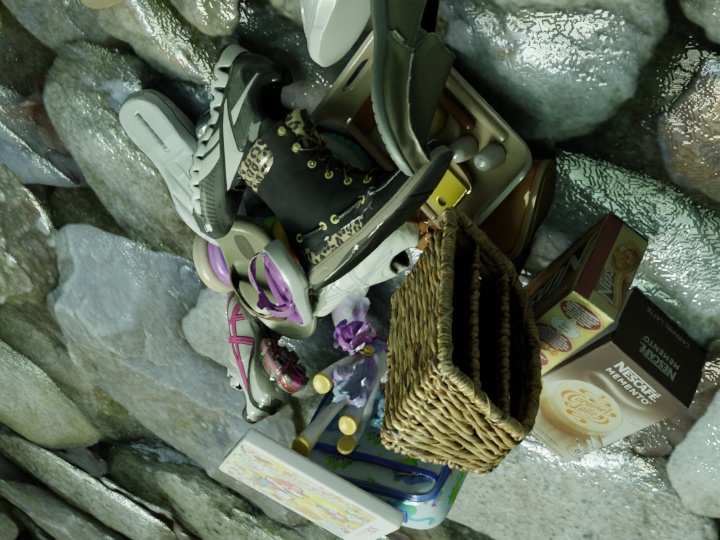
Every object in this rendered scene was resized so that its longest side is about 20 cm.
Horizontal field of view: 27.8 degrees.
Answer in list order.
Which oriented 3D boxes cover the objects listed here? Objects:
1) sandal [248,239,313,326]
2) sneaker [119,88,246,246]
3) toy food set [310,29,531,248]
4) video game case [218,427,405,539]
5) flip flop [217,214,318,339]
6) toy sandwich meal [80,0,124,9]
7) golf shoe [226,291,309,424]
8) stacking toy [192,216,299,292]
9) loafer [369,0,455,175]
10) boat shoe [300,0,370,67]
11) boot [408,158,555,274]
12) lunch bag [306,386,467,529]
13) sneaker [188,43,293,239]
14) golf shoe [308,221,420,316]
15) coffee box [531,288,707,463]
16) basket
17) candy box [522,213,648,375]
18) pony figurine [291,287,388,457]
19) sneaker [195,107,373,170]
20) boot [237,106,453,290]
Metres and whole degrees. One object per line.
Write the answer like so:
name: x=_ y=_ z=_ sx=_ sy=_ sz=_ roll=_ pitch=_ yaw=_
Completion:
sandal: x=-0.089 y=0.015 z=1.474 sx=0.083 sy=0.050 sz=0.203 roll=57 pitch=171 yaw=14
sneaker: x=-0.186 y=-0.120 z=1.602 sx=0.073 sy=0.071 sz=0.200 roll=-27 pitch=107 yaw=19
toy food set: x=0.054 y=-0.122 z=1.395 sx=0.200 sy=0.060 sz=0.144 roll=48 pitch=132 yaw=8
video game case: x=-0.061 y=0.255 z=1.678 sx=0.200 sy=0.023 sz=0.182 roll=30 pitch=158 yaw=-4
flip flop: x=-0.107 y=0.017 z=1.594 sx=0.081 sy=0.058 sz=0.200 roll=-4 pitch=141 yaw=18
toy sandwich meal: x=-0.276 y=-0.348 z=1.417 sx=0.205 sy=0.070 sz=0.205 roll=19 pitch=140 yaw=17
golf shoe: x=-0.131 y=0.091 z=1.701 sx=0.092 sy=0.200 sz=0.073 roll=-44 pitch=128 yaw=16
stacking toy: x=-0.091 y=-0.033 z=1.633 sx=0.200 sy=0.085 sz=0.085 roll=-13 pitch=124 yaw=35
loafer: x=0.049 y=-0.185 z=1.300 sx=0.070 sy=0.200 sz=0.075 roll=-6 pitch=169 yaw=13
boat shoe: x=-0.032 y=-0.277 z=1.337 sx=0.069 sy=0.072 sz=0.200 roll=42 pitch=153 yaw=23
boot: x=0.107 y=-0.068 z=1.469 sx=0.155 sy=0.077 sz=0.200 roll=30 pitch=149 yaw=10
lunch bag: x=0.030 y=0.222 z=1.750 sx=0.200 sy=0.161 sz=0.083 roll=12 pitch=138 yaw=25
sneaker: x=-0.116 y=-0.127 z=1.471 sx=0.090 sy=0.200 sz=0.066 roll=13 pitch=-178 yaw=27
golf shoe: x=0.000 y=0.000 z=1.527 sx=0.097 sy=0.078 sz=0.200 roll=10 pitch=153 yaw=-13
coffee box: x=0.253 y=0.116 z=1.548 sx=0.114 sy=0.080 sz=0.200 roll=40 pitch=141 yaw=-10
basket: x=0.112 y=0.070 z=1.354 sx=0.143 sy=0.200 sz=0.149 roll=17 pitch=137 yaw=-13
candy box: x=0.200 y=0.040 z=1.475 sx=0.055 sy=0.115 sz=0.200 roll=36 pitch=142 yaw=-7
pony figurine: x=0.010 y=0.107 z=1.644 sx=0.166 sy=0.200 sz=0.193 roll=28 pitch=127 yaw=14
sneaker: x=-0.092 y=-0.118 z=1.527 sx=0.200 sy=0.086 sz=0.078 roll=19 pitch=139 yaw=17
boot: x=-0.020 y=-0.094 z=1.385 sx=0.151 sy=0.073 sz=0.200 roll=52 pitch=124 yaw=10
